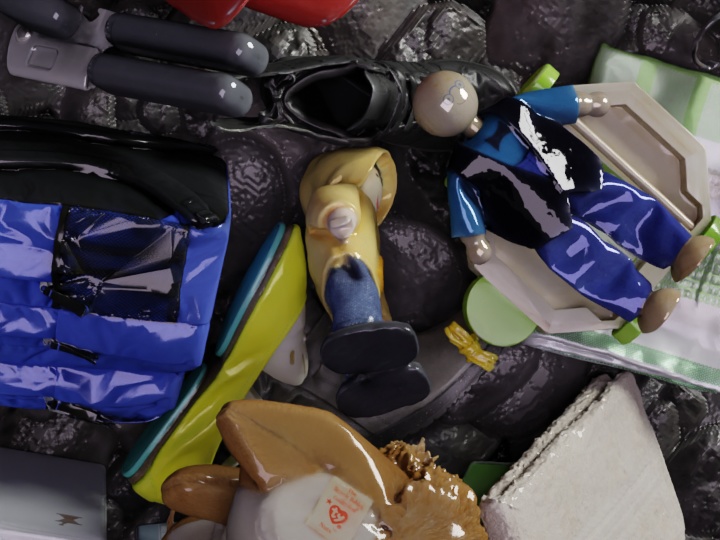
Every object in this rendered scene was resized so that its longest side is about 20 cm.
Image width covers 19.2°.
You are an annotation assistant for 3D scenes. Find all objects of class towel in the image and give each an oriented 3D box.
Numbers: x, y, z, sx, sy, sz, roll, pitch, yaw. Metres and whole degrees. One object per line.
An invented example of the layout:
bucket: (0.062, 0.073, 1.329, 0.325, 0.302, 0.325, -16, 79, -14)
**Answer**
towel: (0.141, 0.159, 1.339, 0.034, 0.200, 0.133, -12, 104, 36)
towel: (0.195, -0.031, 1.369, 0.149, 0.031, 0.200, 15, 92, -10)

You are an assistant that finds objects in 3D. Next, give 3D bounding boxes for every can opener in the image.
can opener: (-0.145, -0.130, 1.261, 0.200, 0.066, 0.053, 15, 81, 34)

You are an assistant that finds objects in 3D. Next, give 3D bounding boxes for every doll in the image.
doll: (0.115, -0.053, 1.283, 0.200, 0.048, 0.137, 36, 75, -5)

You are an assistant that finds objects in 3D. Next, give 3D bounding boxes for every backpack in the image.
backpack: (-0.188, -0.002, 1.276, 0.199, 0.163, 0.168, 11, 102, -9)

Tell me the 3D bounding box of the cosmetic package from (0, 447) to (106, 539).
cosmetic package: (-0.253, 0.220, 1.306, 0.167, 0.166, 0.200, 11, 99, -8)

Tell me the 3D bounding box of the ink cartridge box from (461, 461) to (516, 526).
ink cartridge box: (0.070, 0.220, 1.318, 0.059, 0.200, 0.104, 0, 124, 30)

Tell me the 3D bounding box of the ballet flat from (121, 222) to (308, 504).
ballet flat: (-0.072, 0.065, 1.314, 0.067, 0.067, 0.200, 31, 103, -10)

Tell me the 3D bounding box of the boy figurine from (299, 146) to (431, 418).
boy figurine: (0.000, 0.000, 1.292, 0.064, 0.200, 0.125, -13, 129, 6)

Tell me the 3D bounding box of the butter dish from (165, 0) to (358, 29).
butter dish: (-0.027, -0.222, 1.262, 0.148, 0.200, 0.200, 29, 96, -34)

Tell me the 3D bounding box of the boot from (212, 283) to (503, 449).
boot: (-0.002, 0.050, 1.357, 0.200, 0.068, 0.131, -43, 96, 1)

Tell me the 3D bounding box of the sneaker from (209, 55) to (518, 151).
sneaker: (0.006, -0.102, 1.307, 0.199, 0.104, 0.060, 4, 99, -7)

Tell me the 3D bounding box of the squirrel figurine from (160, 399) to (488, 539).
squirrel figurine: (-0.027, 0.166, 1.259, 0.200, 0.187, 0.142, -1, 71, -21)

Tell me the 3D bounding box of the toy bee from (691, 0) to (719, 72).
toy bee: (0.259, -0.193, 1.320, 0.200, 0.109, 0.131, 7, 123, -46)

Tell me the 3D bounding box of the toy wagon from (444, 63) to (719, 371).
toy wagon: (0.125, -0.024, 1.328, 0.155, 0.040, 0.200, 42, 86, -4)

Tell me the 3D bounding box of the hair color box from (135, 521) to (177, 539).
hair color box: (-0.041, 0.210, 1.380, 0.199, 0.061, 0.099, -6, 100, -6)
